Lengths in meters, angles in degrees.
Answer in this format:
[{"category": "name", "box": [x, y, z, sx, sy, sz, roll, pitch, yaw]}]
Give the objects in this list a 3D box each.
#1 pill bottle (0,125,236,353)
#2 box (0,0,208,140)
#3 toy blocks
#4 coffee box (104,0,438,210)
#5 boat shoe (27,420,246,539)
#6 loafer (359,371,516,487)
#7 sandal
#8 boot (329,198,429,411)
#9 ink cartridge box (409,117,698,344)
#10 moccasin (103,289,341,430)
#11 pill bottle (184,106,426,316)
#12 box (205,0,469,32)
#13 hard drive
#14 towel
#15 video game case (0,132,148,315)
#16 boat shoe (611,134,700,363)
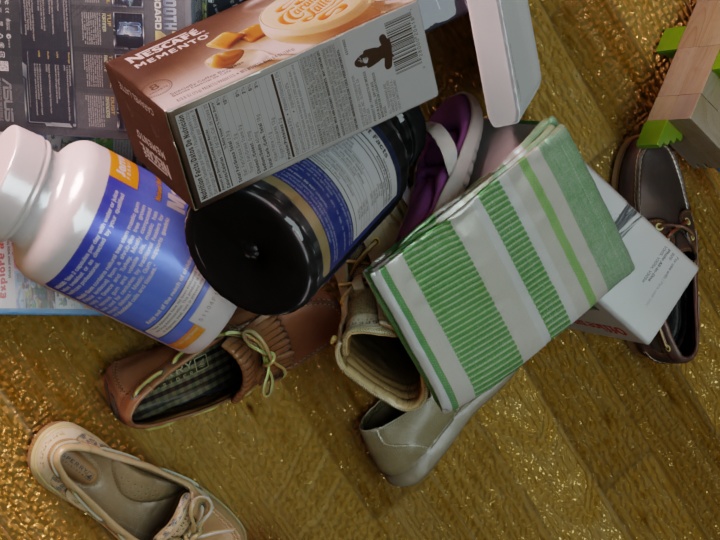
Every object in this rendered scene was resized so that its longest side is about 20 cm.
[{"category": "pill bottle", "box": [-0.187, -0.027, 1.386, 0.199, 0.112, 0.113, 28, 84, -25]}, {"category": "box", "box": [-0.190, -0.197, 1.356, 0.156, 0.051, 0.202, 4, 113, 9]}, {"category": "toy blocks", "box": [0.334, -0.156, 1.646, 0.136, 0.099, 0.201, 39, 66, -33]}, {"category": "coffee box", "box": [-0.062, -0.134, 1.310, 0.199, 0.114, 0.080, -26, 123, -18]}, {"category": "boat shoe", "box": [-0.169, 0.186, 1.463, 0.199, 0.063, 0.074, 30, 82, -25]}, {"category": "loafer", "box": [0.072, 0.086, 1.556, 0.067, 0.076, 0.201, 40, 79, -29]}, {"category": "sandal", "box": [0.054, -0.084, 1.481, 0.050, 0.082, 0.204, 34, 38, -18]}, {"category": "boot", "box": [0.000, 0.000, 1.471, 0.072, 0.156, 0.201, -24, 114, 21]}, {"category": "ink cartridge box", "box": [0.159, -0.033, 1.544, 0.200, 0.146, 0.084, 39, 79, -22]}, {"category": "moccasin", "box": [-0.101, 0.070, 1.467, 0.200, 0.078, 0.074, -17, 119, -22]}, {"category": "pill bottle", "box": [-0.033, -0.064, 1.376, 0.200, 0.111, 0.112, -48, 115, -45]}, {"category": "box", "box": [-0.038, -0.228, 1.434, 0.198, 0.104, 0.149, -25, 106, -6]}, {"category": "hard drive", "box": [0.114, -0.196, 1.489, 0.026, 0.200, 0.133, -9, 102, 13]}, {"category": "towel", "box": [0.108, -0.002, 1.428, 0.200, 0.023, 0.153, -39, 117, -17]}, {"category": "video game case", "box": [-0.204, -0.038, 1.449, 0.198, 0.018, 0.145, 1, 96, -25]}, {"category": "boat shoe", "box": [0.268, -0.018, 1.639, 0.070, 0.070, 0.202, -11, 99, -22]}]
